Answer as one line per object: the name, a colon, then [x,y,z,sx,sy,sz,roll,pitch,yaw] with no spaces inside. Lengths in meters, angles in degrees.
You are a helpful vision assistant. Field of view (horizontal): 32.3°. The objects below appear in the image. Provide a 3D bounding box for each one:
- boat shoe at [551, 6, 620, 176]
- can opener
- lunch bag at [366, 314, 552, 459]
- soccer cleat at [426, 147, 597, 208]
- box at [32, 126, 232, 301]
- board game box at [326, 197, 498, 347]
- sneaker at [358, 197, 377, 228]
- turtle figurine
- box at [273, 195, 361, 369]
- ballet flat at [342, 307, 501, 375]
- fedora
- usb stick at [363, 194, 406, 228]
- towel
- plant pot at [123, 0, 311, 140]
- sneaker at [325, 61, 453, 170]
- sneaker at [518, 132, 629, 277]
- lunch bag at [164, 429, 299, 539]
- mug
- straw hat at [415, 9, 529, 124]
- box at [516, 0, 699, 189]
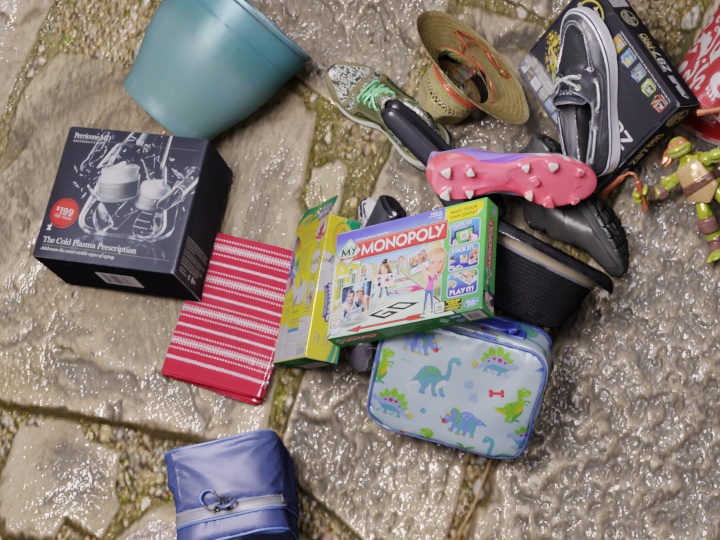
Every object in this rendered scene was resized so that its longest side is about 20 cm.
boat shoe: [0.258,-0.209,1.471,0.071,0.067,0.202,3,102,49]
can opener: [0.100,-0.128,1.507,0.079,0.063,0.200,-41,107,17]
lunch bag: [0.115,0.118,1.424,0.198,0.083,0.162,14,116,7]
soccer cleat: [0.175,-0.116,1.450,0.198,0.067,0.077,-1,33,-5]
box: [-0.287,-0.073,1.583,0.198,0.104,0.184,6,71,16]
board game box: [0.056,0.004,1.373,0.199,0.029,0.136,-13,58,32]
sneaker: [0.086,-0.028,1.530,0.129,0.080,0.199,-14,39,-22]
turtle figurine: [0.399,-0.093,1.477,0.199,0.064,0.162,-32,84,31]
box: [-0.052,0.015,1.506,0.048,0.117,0.202,12,78,-22]
ballet flat: [0.079,0.088,1.503,0.199,0.072,0.073,-13,71,6]
fedora: [0.187,0.005,1.431,0.200,0.200,0.092,29,95,17]
usb stick: [0.000,0.000,1.494,0.201,0.032,0.056,-63,37,28]
towel: [-0.158,0.058,1.571,0.143,0.023,0.201,13,74,16]
plant pot: [-0.197,-0.267,1.596,0.200,0.200,0.188,43,97,19]
sneaker: [0.034,-0.213,1.584,0.200,0.089,0.077,38,82,18]
sneaker: [0.250,-0.068,1.515,0.091,0.076,0.201,-41,77,24]
lunch bag: [-0.140,0.266,1.409,0.135,0.200,0.133,-12,74,1]
mug: [0.476,-0.251,1.487,0.177,0.133,0.200,35,85,41]
straw hat: [0.117,-0.228,1.557,0.085,0.200,0.202,-43,67,30]
box: [0.296,-0.227,1.513,0.049,0.161,0.201,-12,64,-39]
